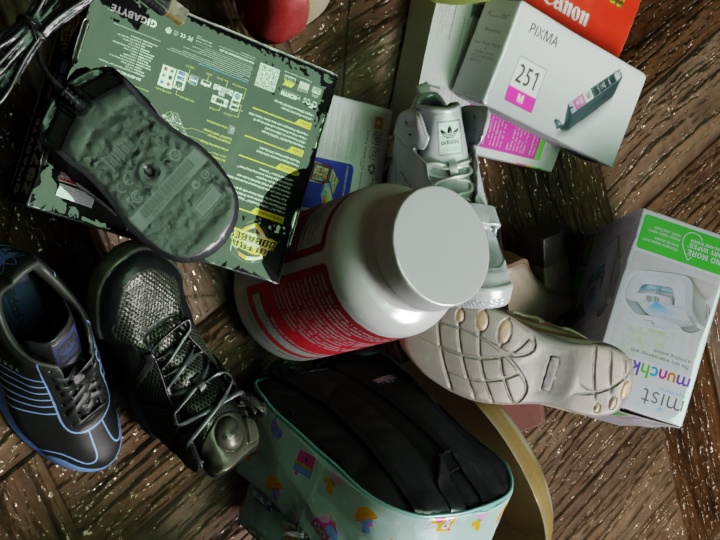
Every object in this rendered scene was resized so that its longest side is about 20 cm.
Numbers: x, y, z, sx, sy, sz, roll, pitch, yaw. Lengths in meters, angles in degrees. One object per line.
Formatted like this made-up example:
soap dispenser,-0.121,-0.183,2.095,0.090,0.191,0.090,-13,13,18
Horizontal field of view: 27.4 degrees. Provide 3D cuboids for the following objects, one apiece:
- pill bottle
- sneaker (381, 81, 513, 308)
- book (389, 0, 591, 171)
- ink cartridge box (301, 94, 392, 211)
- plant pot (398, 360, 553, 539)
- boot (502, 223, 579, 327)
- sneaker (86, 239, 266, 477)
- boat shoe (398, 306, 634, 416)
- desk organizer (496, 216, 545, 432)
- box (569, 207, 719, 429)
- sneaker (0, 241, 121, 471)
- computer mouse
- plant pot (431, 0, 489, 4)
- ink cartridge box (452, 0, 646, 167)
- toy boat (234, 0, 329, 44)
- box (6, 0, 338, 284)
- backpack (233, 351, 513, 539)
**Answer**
pill bottle,0.000,0.000,1.089,0.112,0.200,0.113,8,76,-34
sneaker,0.068,-0.061,1.150,0.075,0.200,0.115,-4,124,-18
book,0.114,-0.166,1.303,0.200,0.048,0.134,9,94,-45
ink cartridge box,-0.057,-0.096,1.145,0.200,0.037,0.095,8,92,-49
plant pot,0.098,0.156,1.237,0.027,0.200,0.201,-30,120,-21
boot,0.121,0.043,1.342,0.199,0.070,0.147,-14,120,-32
sneaker,-0.121,0.067,1.017,0.076,0.114,0.200,-39,142,-26
boat shoe,0.117,0.067,1.170,0.199,0.072,0.076,19,98,-18
desk organizer,0.103,0.058,1.259,0.077,0.072,0.201,-20,133,-10
box,0.253,0.051,1.373,0.096,0.200,0.177,19,84,-4
sneaker,-0.206,0.065,0.991,0.070,0.078,0.200,-48,128,-29
computer mouse,-0.147,-0.108,0.963,0.200,0.046,0.141,39,80,-17
plant pot,0.075,-0.318,1.151,0.200,0.200,0.191,-41,138,-33
ink cartridge box,0.184,-0.202,1.300,0.200,0.043,0.174,18,94,-45
toy boat,-0.107,-0.239,1.024,0.130,0.131,0.200,-33,125,-1
box,-0.126,-0.094,1.029,0.199,0.049,0.160,17,89,-32
backpack,0.012,0.169,1.152,0.175,0.200,0.154,-5,116,-47
